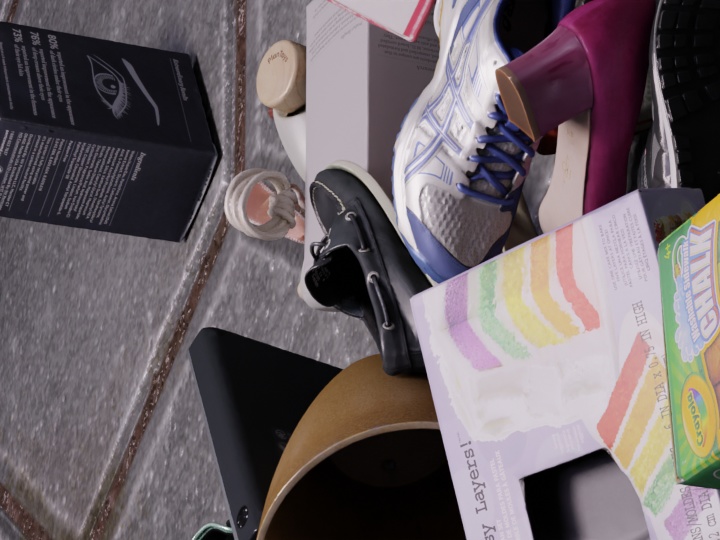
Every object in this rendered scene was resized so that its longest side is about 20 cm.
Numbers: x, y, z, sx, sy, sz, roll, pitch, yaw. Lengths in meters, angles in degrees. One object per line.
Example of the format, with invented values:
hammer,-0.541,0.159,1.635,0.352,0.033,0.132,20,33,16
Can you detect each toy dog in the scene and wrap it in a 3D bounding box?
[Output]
toy dog,-0.040,-0.068,1.722,0.096,0.132,0.201,-26,38,52

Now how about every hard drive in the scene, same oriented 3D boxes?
hard drive,-0.033,0.125,1.599,0.033,0.139,0.200,-55,31,27

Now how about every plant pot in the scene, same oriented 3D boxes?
plant pot,0.024,0.132,1.456,0.200,0.185,0.187,-103,28,-67

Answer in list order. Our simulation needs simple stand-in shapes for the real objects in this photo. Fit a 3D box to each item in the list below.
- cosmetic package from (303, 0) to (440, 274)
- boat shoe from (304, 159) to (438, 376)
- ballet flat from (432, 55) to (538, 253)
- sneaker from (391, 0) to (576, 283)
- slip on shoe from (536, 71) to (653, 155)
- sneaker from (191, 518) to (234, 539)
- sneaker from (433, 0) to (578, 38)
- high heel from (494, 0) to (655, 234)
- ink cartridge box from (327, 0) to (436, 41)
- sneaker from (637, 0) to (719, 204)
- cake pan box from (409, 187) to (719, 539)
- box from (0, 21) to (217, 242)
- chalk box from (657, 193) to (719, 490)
cosmetic package,0.017,-0.101,1.640,0.108,0.084,0.201,147,127,-59
boat shoe,0.001,0.002,1.477,0.200,0.066,0.075,54,162,44
ballet flat,0.068,-0.039,1.433,0.069,0.069,0.201,-15,93,65
sneaker,0.073,-0.089,1.355,0.088,0.075,0.201,6,86,65
slip on shoe,0.120,-0.100,1.443,0.200,0.074,0.061,17,132,61
sneaker,-0.060,0.191,1.640,0.074,0.118,0.200,-65,12,-6
sneaker,0.113,-0.216,1.469,0.200,0.077,0.082,-54,15,8
high heel,0.143,-0.057,1.334,0.067,0.096,0.200,49,166,45
ink cartridge box,0.045,-0.261,1.540,0.146,0.085,0.200,-63,2,35
sneaker,0.172,-0.073,1.293,0.088,0.075,0.201,150,125,-68
cake pan box,0.119,0.079,1.250,0.184,0.052,0.201,-25,74,49
box,-0.239,-0.120,2.090,0.148,0.199,0.105,-107,34,-47
chalk box,0.213,0.029,1.092,0.200,0.123,0.125,135,138,-53
